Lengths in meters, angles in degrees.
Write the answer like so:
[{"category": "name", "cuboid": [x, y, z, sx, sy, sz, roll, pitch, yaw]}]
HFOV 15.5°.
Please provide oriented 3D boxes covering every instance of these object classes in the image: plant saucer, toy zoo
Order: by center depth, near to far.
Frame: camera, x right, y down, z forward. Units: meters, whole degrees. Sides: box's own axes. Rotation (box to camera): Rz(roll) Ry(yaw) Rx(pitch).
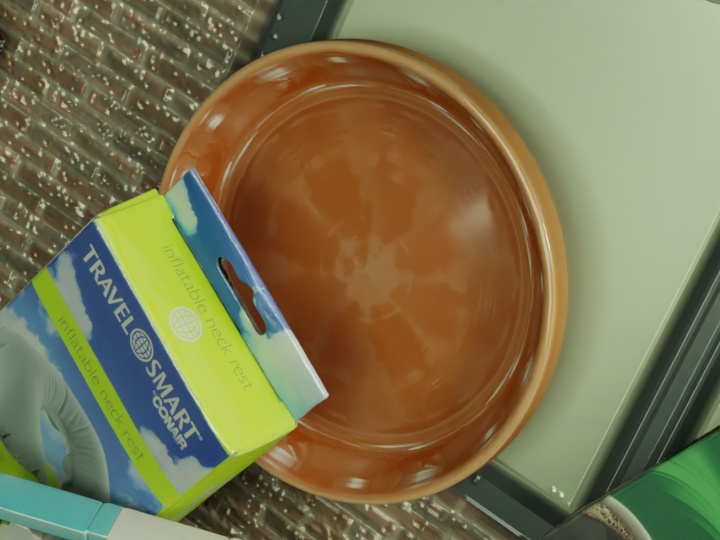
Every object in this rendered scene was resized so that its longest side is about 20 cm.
[{"category": "plant saucer", "cuboid": [0.000, 0.000, 1.138, 0.200, 0.032, 0.201, 7, 103, 30]}, {"category": "toy zoo", "cuboid": [-0.111, 0.152, 1.189, 0.199, 0.020, 0.132, 15, 137, 16]}]

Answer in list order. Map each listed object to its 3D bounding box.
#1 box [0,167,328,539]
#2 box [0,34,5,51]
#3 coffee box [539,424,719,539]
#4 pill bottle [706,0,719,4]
[{"category": "box", "cuboid": [-0.108, 0.054, 1.174, 0.200, 0.048, 0.122, -40, 78, 47]}, {"category": "box", "cuboid": [-0.290, -0.123, 1.276, 0.200, 0.047, 0.193, -40, 81, 29]}, {"category": "coffee box", "cuboid": [0.179, 0.108, 1.045, 0.200, 0.044, 0.123, -33, 82, 31]}, {"category": "pill bottle", "cuboid": [0.134, -0.169, 0.973, 0.200, 0.120, 0.120, 42, 117, 18]}]
